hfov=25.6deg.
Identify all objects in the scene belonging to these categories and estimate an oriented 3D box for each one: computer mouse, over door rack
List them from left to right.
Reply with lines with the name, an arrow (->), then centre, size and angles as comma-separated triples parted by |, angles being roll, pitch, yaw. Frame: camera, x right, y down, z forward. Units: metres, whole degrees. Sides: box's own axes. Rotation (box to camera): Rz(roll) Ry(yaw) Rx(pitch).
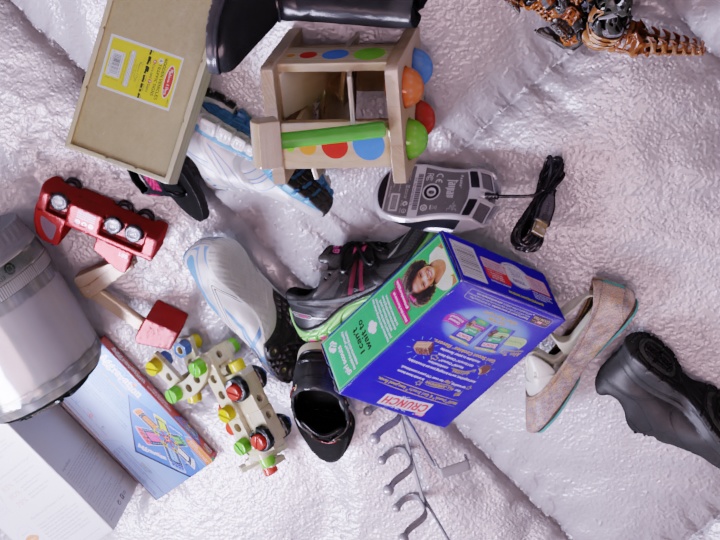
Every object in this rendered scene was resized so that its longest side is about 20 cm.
over door rack -> 0.066, 0.243, 1.760 | 0.066, 0.200, 0.149 | -24, 115, -17
computer mouse -> 0.111, -0.073, 1.655 | 0.198, 0.110, 0.044 | 5, 155, 22

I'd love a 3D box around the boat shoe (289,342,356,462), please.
boat shoe -> -0.045, 0.162, 1.778 | 0.073, 0.063, 0.202 | 3, 144, 5

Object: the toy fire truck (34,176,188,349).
toy fire truck -> -0.281, -0.008, 1.785 | 0.199, 0.049, 0.142 | 23, 119, 1

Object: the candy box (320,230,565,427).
candy box -> 0.087, 0.067, 1.686 | 0.168, 0.077, 0.200 | 21, 125, -40

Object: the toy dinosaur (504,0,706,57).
toy dinosaur -> 0.238, -0.263, 1.535 | 0.198, 0.103, 0.136 | 10, 135, -13

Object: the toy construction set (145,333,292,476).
toy construction set -> -0.148, 0.160, 1.810 | 0.131, 0.092, 0.201 | -21, 112, 41

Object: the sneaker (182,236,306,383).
sneaker -> -0.126, 0.042, 1.775 | 0.072, 0.072, 0.201 | 1, 131, 51

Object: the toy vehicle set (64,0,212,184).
toy vehicle set -> -0.220, -0.203, 1.638 | 0.123, 0.026, 0.202 | 21, 99, 12

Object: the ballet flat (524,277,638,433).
ballet flat -> 0.219, 0.086, 1.714 | 0.067, 0.068, 0.201 | 29, 109, -14

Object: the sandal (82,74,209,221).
sandal -> -0.239, -0.125, 1.703 | 0.200, 0.045, 0.075 | 49, 155, -8

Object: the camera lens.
camera lens -> -0.397, 0.058, 1.779 | 0.159, 0.160, 0.201 | -21, 108, 21

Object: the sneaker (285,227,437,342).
sneaker -> 0.000, 0.000, 1.711 | 0.199, 0.077, 0.084 | -35, 90, 14

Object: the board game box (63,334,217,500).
board game box -> -0.274, 0.178, 1.895 | 0.103, 0.019, 0.200 | -34, 105, 26

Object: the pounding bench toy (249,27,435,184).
pounding bench toy -> -0.013, -0.151, 1.568 | 0.155, 0.200, 0.125 | 1, 117, 13

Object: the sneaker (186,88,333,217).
sneaker -> -0.120, -0.111, 1.693 | 0.199, 0.075, 0.087 | 35, 125, 3

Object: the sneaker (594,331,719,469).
sneaker -> 0.341, 0.155, 1.727 | 0.200, 0.076, 0.091 | 43, 127, -3

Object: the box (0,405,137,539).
box -> -0.389, 0.245, 1.910 | 0.124, 0.098, 0.200 | -35, 105, 26

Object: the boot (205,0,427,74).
boot -> -0.040, -0.251, 1.551 | 0.198, 0.166, 0.066 | 7, 144, 8
